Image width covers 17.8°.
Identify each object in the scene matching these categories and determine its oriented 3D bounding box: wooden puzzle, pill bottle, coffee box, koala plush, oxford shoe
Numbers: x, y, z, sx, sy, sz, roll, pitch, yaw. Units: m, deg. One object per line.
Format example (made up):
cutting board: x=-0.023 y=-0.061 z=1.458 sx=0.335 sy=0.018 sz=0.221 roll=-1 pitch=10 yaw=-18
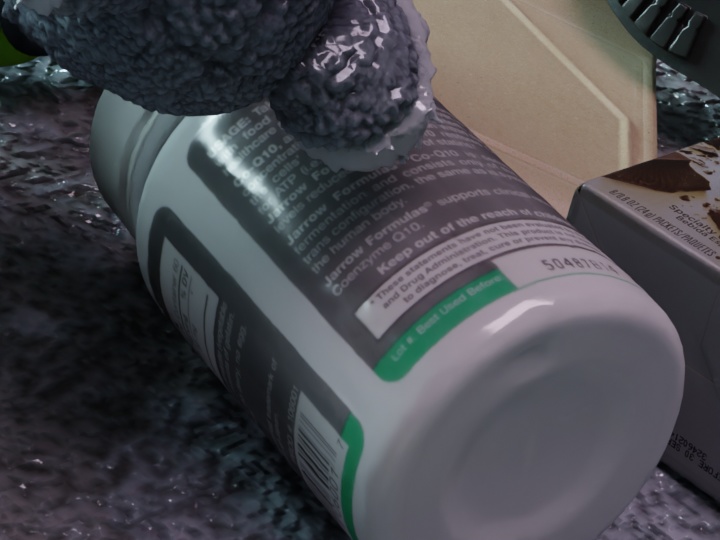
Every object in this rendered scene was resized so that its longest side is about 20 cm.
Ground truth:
wooden puzzle: x=0.034 y=-0.082 z=0.933 sx=0.185 sy=0.037 sz=0.200 roll=24 pitch=34 yaw=-7
pill bottle: x=0.000 y=0.000 z=0.723 sx=0.113 sy=0.113 sz=0.200 roll=-8 pitch=38 yaw=-33
coffee box: x=0.171 y=0.005 z=0.821 sx=0.113 sy=0.080 sz=0.200 roll=35 pitch=36 yaw=32
koala plush: x=-0.056 y=-0.126 z=0.649 sx=0.177 sy=0.184 sz=0.200 roll=33 pitch=32 yaw=-44
oxford shoe: x=0.163 y=-0.105 z=0.992 sx=0.200 sy=0.073 sz=0.084 roll=54 pitch=12 yaw=16

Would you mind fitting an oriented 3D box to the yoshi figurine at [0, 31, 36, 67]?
yoshi figurine: x=-0.121 y=-0.152 z=0.848 sx=0.112 sy=0.200 sz=0.112 roll=0 pitch=37 yaw=-3
